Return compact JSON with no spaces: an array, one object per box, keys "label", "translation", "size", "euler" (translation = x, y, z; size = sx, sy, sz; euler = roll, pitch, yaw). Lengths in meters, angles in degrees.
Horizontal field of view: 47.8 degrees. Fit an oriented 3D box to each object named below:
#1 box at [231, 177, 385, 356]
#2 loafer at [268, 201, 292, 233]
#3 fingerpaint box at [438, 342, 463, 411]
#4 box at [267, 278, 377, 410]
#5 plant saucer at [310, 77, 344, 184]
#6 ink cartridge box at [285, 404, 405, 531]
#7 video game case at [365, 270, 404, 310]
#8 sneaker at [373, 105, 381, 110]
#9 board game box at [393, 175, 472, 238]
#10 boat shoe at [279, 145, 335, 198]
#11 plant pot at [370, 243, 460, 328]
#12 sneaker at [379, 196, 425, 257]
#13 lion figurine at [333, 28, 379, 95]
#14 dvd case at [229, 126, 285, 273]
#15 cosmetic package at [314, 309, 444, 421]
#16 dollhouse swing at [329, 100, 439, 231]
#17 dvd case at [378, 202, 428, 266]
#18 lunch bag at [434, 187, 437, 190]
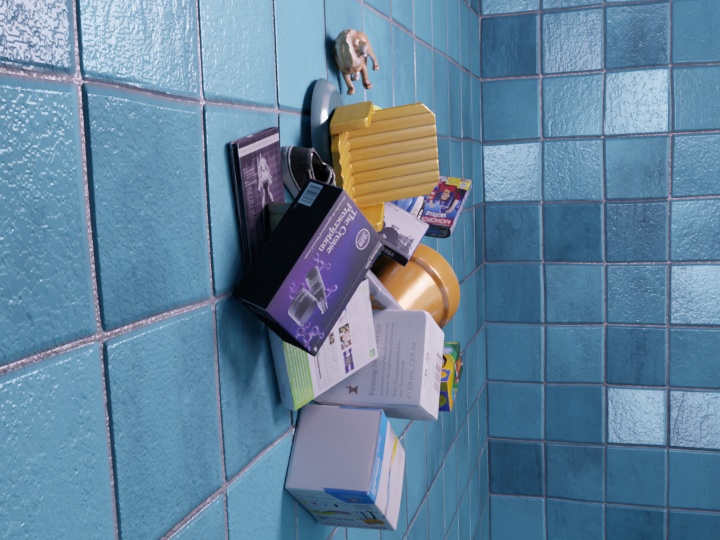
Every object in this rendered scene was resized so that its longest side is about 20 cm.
[{"label":"box","translation":[-0.068,-0.004,1.152],"size":[0.202,0.078,0.141],"euler":[-58,142,-14]},{"label":"loafer","translation":[-0.083,-0.058,1.244],"size":[0.199,0.075,0.070],"euler":[15,87,-60]},{"label":"fingerpaint box","translation":[0.101,0.215,1.684],"size":[0.167,0.197,0.075],"euler":[-55,140,-61]},{"label":"box","translation":[-0.056,0.112,1.292],"size":[0.199,0.036,0.147],"euler":[-28,119,-42]},{"label":"plant saucer","translation":[-0.050,-0.240,1.448],"size":[0.200,0.027,0.204],"euler":[-1,90,-78]},{"label":"ink cartridge box","translation":[-0.018,0.336,1.371],"size":[0.201,0.145,0.147],"euler":[65,30,-54]},{"label":"video game case","translation":[0.000,0.000,1.451],"size":[0.183,0.022,0.200],"euler":[50,3,22]},{"label":"sneaker","translation":[0.019,-0.210,1.544],"size":[0.083,0.074,0.203],"euler":[-4,113,-45]},{"label":"board game box","translation":[0.140,-0.133,1.901],"size":[0.202,0.197,0.062],"euler":[-63,151,-28]},{"label":"boat shoe","translation":[-0.075,-0.141,1.322],"size":[0.200,0.063,0.072],"euler":[49,42,-69]},{"label":"plant pot","translation":[0.078,0.071,1.657],"size":[0.183,0.197,0.203],"euler":[-41,131,-48]},{"label":"sneaker","translation":[0.072,-0.081,1.809],"size":[0.079,0.088,0.202],"euler":[60,52,-70]},{"label":"lion figurine","translation":[-0.011,-0.420,1.566],"size":[0.201,0.071,0.124],"euler":[-88,163,-61]},{"label":"dvd case","translation":[-0.143,-0.097,1.180],"size":[0.149,0.016,0.204],"euler":[-48,136,-66]},{"label":"cosmetic package","translation":[0.036,0.171,1.462],"size":[0.166,0.196,0.170],"euler":[47,46,-66]},{"label":"dollhouse swing","translation":[0.050,-0.182,1.417],"size":[0.182,0.172,0.203],"euler":[-81,166,-65]},{"label":"dvd case","translation":[0.053,-0.089,1.636],"size":[0.025,0.149,0.200],"euler":[-60,177,26]},{"label":"lunch bag","translation":[0.075,-0.220,1.681],"size":[0.200,0.148,0.096],"euler":[56,38,-61]}]
